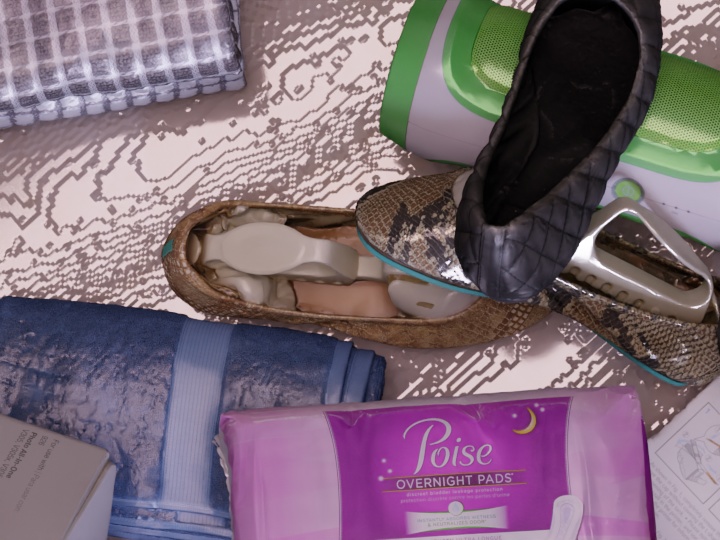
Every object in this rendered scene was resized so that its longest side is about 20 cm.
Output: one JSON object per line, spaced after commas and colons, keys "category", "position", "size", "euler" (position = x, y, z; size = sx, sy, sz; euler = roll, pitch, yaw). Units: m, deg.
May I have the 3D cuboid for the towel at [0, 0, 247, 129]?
{"category": "towel", "position": [-0.148, -0.178, 1.282], "size": [0.164, 0.086, 0.201], "euler": [-10, 82, 3]}

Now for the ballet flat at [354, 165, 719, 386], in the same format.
{"category": "ballet flat", "position": [0.098, -0.011, 1.215], "size": [0.199, 0.075, 0.068], "euler": [24, 41, -15]}

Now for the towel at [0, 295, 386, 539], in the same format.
{"category": "towel", "position": [-0.091, 0.076, 1.263], "size": [0.199, 0.049, 0.112], "euler": [8, 83, 6]}

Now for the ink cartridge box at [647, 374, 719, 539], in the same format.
{"category": "ink cartridge box", "position": [0.165, 0.161, 1.241], "size": [0.200, 0.050, 0.162], "euler": [-41, 80, -15]}

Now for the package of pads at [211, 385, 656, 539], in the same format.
{"category": "package of pads", "position": [0.034, 0.118, 1.186], "size": [0.198, 0.076, 0.121], "euler": [-4, 75, 0]}

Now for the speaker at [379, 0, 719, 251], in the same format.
{"category": "speaker", "position": [0.114, -0.071, 1.245], "size": [0.199, 0.088, 0.089], "euler": [17, 85, 7]}

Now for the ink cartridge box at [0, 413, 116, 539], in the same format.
{"category": "ink cartridge box", "position": [-0.224, 0.128, 1.214], "size": [0.199, 0.146, 0.088], "euler": [17, 42, 5]}

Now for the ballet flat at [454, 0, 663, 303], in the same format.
{"category": "ballet flat", "position": [0.094, -0.074, 1.166], "size": [0.066, 0.057, 0.201], "euler": [16, 61, 8]}

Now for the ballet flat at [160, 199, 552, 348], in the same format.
{"category": "ballet flat", "position": [0.000, 0.000, 1.256], "size": [0.198, 0.065, 0.071], "euler": [0, 81, 5]}

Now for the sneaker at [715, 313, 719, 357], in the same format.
{"category": "sneaker", "position": [0.259, 0.002, 1.217], "size": [0.200, 0.088, 0.076], "euler": [-36, 53, -4]}
